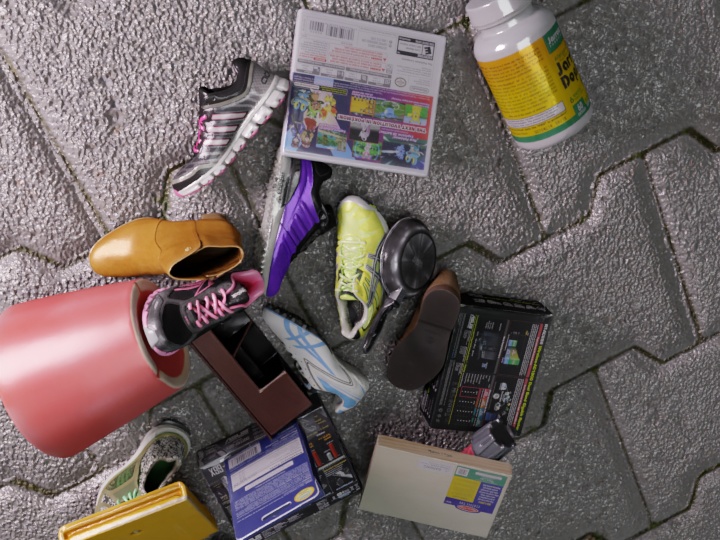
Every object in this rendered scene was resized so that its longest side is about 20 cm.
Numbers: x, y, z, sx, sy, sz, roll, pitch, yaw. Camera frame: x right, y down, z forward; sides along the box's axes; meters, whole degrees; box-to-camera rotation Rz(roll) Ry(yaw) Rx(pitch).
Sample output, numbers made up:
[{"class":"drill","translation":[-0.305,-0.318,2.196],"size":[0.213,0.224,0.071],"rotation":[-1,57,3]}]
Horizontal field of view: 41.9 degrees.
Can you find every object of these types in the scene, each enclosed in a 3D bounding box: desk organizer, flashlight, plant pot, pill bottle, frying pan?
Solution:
[{"class":"desk organizer","translation":[-0.156,0.126,1.291],"size":[0.077,0.072,0.201],"rotation":[-36,113,-1]},{"class":"flashlight","translation":[0.140,0.291,1.382],"size":[0.068,0.068,0.200],"rotation":[32,126,-17]},{"class":"plant pot","translation":[-0.320,0.107,1.160],"size":[0.175,0.201,0.202],"rotation":[-21,114,10]},{"class":"pill bottle","translation":[0.214,-0.268,1.212],"size":[0.112,0.113,0.201],"rotation":[-31,113,-1]},{"class":"frying pan","translation":[0.048,0.010,1.267],"size":[0.190,0.031,0.116],"rotation":[-50,131,-31]}]

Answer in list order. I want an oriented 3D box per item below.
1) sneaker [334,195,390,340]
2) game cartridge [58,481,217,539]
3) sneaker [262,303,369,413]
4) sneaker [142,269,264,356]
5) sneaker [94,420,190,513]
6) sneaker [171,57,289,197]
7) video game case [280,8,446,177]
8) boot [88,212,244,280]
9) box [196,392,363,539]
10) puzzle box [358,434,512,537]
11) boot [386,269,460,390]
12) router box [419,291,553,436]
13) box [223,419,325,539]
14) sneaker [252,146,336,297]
[{"class":"sneaker","translation":[0.000,0.000,1.267],"size":[0.074,0.076,0.203],"rotation":[1,111,22]},{"class":"game cartridge","translation":[-0.300,0.361,1.302],"size":[0.174,0.033,0.201],"rotation":[-20,153,-6]},{"class":"sneaker","translation":[-0.069,0.124,1.308],"size":[0.073,0.072,0.200],"rotation":[-46,112,-5]},{"class":"sneaker","translation":[-0.186,0.041,1.155],"size":[0.094,0.200,0.080],"rotation":[-16,101,29]},{"class":"sneaker","translation":[-0.309,0.306,1.309],"size":[0.076,0.089,0.201],"rotation":[31,100,-21]},{"class":"sneaker","translation":[-0.181,-0.184,1.175],"size":[0.087,0.074,0.200],"rotation":[40,97,-16]},{"class":"video game case","translation":[0.004,-0.225,1.206],"size":[0.197,0.023,0.185],"rotation":[7,93,-16]},{"class":"boot","translation":[-0.247,-0.020,1.177],"size":[0.199,0.144,0.072],"rotation":[-16,112,-7]},{"class":"box","translation":[-0.116,0.293,1.370],"size":[0.198,0.050,0.159],"rotation":[-27,113,-3]},{"class":"puzzle box","translation":[0.106,0.311,1.349],"size":[0.197,0.026,0.134],"rotation":[13,123,-2]},{"class":"boot","translation":[0.096,0.087,1.339],"size":[0.073,0.076,0.201],"rotation":[22,124,-3]},{"class":"router box","translation":[0.182,0.137,1.377],"size":[0.148,0.062,0.203],"rotation":[8,107,-15]},{"class":"box","translation":[-0.115,0.279,1.231],"size":[0.120,0.200,0.033],"rotation":[-29,111,-2]},{"class":"sneaker","translation":[-0.081,-0.055,1.243],"size":[0.098,0.070,0.203],"rotation":[7,108,-18]}]
